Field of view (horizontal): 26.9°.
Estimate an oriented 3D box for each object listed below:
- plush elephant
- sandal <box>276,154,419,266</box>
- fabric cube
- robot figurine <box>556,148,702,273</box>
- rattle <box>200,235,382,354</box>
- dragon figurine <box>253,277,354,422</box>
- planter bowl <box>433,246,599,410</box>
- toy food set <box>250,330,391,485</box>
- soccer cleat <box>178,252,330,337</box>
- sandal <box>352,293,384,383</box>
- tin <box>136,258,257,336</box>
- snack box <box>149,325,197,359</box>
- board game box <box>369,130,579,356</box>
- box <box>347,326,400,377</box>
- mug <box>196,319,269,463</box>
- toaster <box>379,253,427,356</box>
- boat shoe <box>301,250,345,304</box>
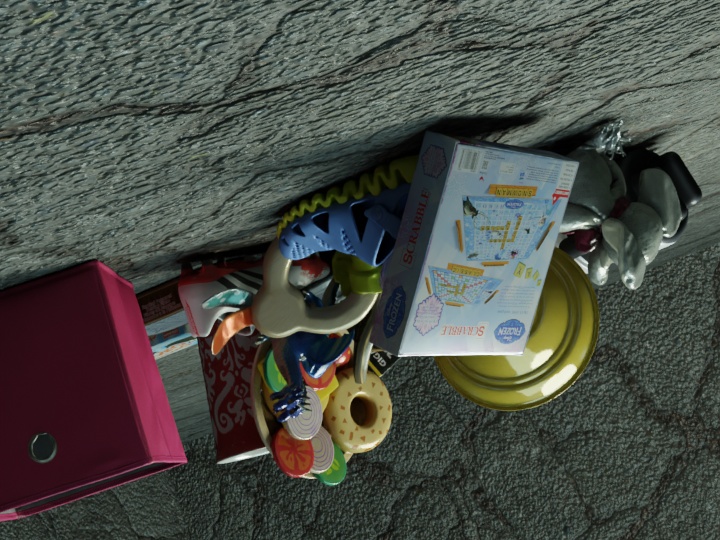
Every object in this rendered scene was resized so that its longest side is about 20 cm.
[{"bbox_3d":[0.259,-0.054,1.623,0.164,0.156,0.200,-35,178,-41],"label":"plush elephant"},{"bbox_3d":[0.001,-0.043,1.449,0.199,0.088,0.079,-22,173,36],"label":"sandal"},{"bbox_3d":[-0.303,0.124,1.492,0.194,0.202,0.200,-17,172,0],"label":"fabric cube"},{"bbox_3d":[0.312,-0.073,1.816,0.149,0.126,0.199,10,157,-35],"label":"robot figurine"},{"bbox_3d":[-0.077,0.006,1.588,0.199,0.131,0.143,-32,-146,4],"label":"rattle"},{"bbox_3d":[-0.046,0.078,1.626,0.200,0.099,0.059,-41,173,-32],"label":"dragon figurine"},{"bbox_3d":[0.161,0.048,1.675,0.198,0.202,0.083,-19,158,12],"label":"planter bowl"},{"bbox_3d":[-0.051,0.143,1.719,0.048,0.202,0.198,-8,-158,41],"label":"toy food set"},{"bbox_3d":[-0.111,0.025,1.619,0.068,0.086,0.199,-7,180,45],"label":"soccer cleat"},{"bbox_3d":[0.029,0.050,1.667,0.053,0.081,0.201,14,125,-7],"label":"sandal"},{"bbox_3d":[-0.200,0.035,1.710,0.198,0.042,0.112,-22,175,25],"label":"tin"},{"bbox_3d":[-0.281,0.095,1.930,0.198,0.038,0.116,-22,172,22],"label":"snack box"},{"bbox_3d":[0.109,-0.020,1.408,0.041,0.202,0.199,24,-167,40],"label":"board game box"},{"bbox_3d":[-0.043,0.079,1.895,0.049,0.160,0.200,-40,-179,-23],"label":"box"},{"bbox_3d":[-0.115,0.115,1.810,0.176,0.202,0.133,-7,168,-43],"label":"mug"},{"bbox_3d":[0.091,-0.015,1.530,0.202,0.113,0.129,-62,162,-2],"label":"toaster"},{"bbox_3d":[0.001,-0.001,1.716,0.201,0.065,0.075,-28,-150,27],"label":"boat shoe"}]
